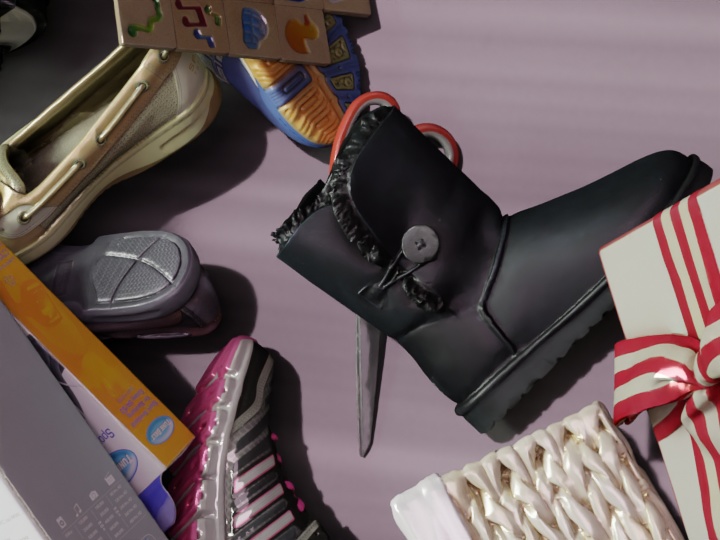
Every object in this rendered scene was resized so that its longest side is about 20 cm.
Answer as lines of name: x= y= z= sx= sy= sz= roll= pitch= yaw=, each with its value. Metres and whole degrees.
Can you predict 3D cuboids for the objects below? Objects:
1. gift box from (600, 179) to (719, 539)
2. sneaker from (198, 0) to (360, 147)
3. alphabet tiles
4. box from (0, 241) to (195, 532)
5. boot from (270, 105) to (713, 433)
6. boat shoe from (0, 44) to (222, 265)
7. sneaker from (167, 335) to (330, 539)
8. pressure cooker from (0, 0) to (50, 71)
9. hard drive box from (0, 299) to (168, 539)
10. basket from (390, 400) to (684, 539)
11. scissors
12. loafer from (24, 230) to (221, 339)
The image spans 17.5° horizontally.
gift box: x=0.238 y=0.042 z=1.120 sx=0.186 sy=0.185 sz=0.201 roll=-11 pitch=74 yaw=-26
sneaker: x=-0.080 y=-0.148 z=1.347 sx=0.200 sy=0.088 sz=0.075 roll=53 pitch=50 yaw=-3
alphabet tiles: x=-0.084 y=-0.197 z=1.305 sx=0.199 sy=0.006 sz=0.167 roll=2 pitch=70 yaw=-33
box: x=-0.183 y=0.077 z=1.294 sx=0.200 sy=0.041 sz=0.119 roll=44 pitch=128 yaw=-3
boot: x=0.070 y=-0.034 z=1.271 sx=0.168 sy=0.076 sz=0.200 roll=43 pitch=98 yaw=-5
boat shoe: x=-0.174 y=-0.065 z=1.309 sx=0.200 sy=0.063 sz=0.073 roll=-32 pitch=43 yaw=7
sneaker: x=-0.057 y=0.136 z=1.293 sx=0.087 sy=0.074 sz=0.201 roll=12 pitch=64 yaw=-19
pressure cooker: x=-0.262 y=-0.191 z=1.327 sx=0.178 sy=0.176 sz=0.201 roll=-7 pitch=81 yaw=-1
hard drive box: x=-0.217 y=0.120 z=1.258 sx=0.156 sy=0.077 sz=0.200 roll=-29 pitch=99 yaw=37
basket: x=0.121 y=0.178 z=1.221 sx=0.123 sy=0.136 sz=0.200 roll=-31 pitch=78 yaw=3
scissors: x=0.000 y=0.000 z=1.321 sx=0.073 sy=0.014 sz=0.201 roll=18 pitch=87 yaw=-15
loafer: x=-0.172 y=0.018 z=1.336 sx=0.199 sy=0.063 sz=0.072 roll=-1 pitch=57 yaw=27
